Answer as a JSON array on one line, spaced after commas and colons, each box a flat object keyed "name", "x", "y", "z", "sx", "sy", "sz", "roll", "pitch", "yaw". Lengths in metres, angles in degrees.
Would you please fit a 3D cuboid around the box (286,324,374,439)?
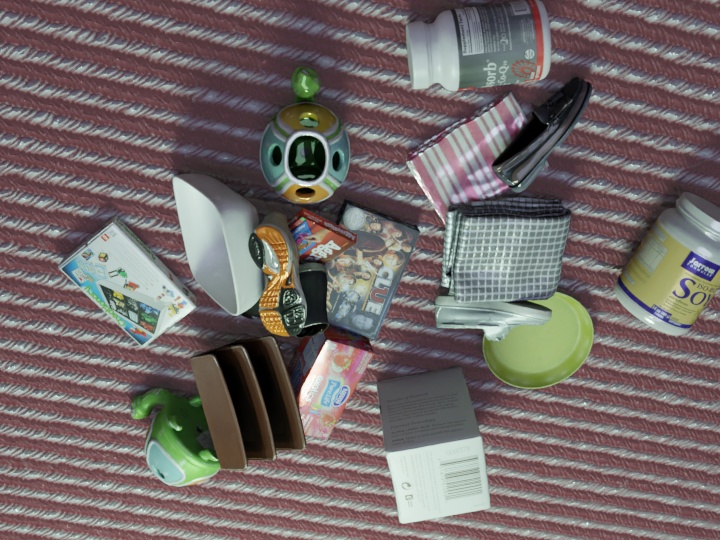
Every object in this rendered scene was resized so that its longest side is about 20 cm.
[{"name": "box", "x": -0.066, "y": 0.180, "z": 1.575, "sx": 0.095, "sy": 0.100, "sz": 0.201, "roll": 18, "pitch": 115, "yaw": -22}]

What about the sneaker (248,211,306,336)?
[{"name": "sneaker", "x": -0.115, "y": 0.004, "z": 1.376, "sx": 0.075, "sy": 0.092, "sz": 0.202, "roll": 1, "pitch": 122, "yaw": 10}]

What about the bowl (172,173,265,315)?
[{"name": "bowl", "x": -0.213, "y": -0.050, "z": 1.414, "sx": 0.074, "sy": 0.200, "sz": 0.202, "roll": -21, "pitch": 121, "yaw": -27}]

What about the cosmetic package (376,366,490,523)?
[{"name": "cosmetic package", "x": 0.126, "y": 0.304, "z": 1.601, "sx": 0.163, "sy": 0.201, "sz": 0.166, "roll": -10, "pitch": 118, "yaw": 1}]

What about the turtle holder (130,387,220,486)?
[{"name": "turtle holder", "x": -0.326, "y": 0.298, "z": 1.603, "sx": 0.185, "sy": 0.141, "sz": 0.132, "roll": 36, "pitch": 114, "yaw": -22}]

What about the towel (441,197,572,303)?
[{"name": "towel", "x": 0.236, "y": -0.031, "z": 1.486, "sx": 0.198, "sy": 0.086, "sz": 0.167, "roll": -3, "pitch": 123, "yaw": -10}]

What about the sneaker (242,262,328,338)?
[{"name": "sneaker", "x": -0.132, "y": 0.067, "z": 1.479, "sx": 0.074, "sy": 0.107, "sz": 0.199, "roll": 14, "pitch": 151, "yaw": -43}]

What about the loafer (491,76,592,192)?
[{"name": "loafer", "x": 0.278, "y": -0.217, "z": 1.400, "sx": 0.063, "sy": 0.072, "sz": 0.201, "roll": 31, "pitch": 99, "yaw": -20}]

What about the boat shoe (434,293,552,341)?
[{"name": "boat shoe", "x": 0.222, "y": 0.082, "z": 1.538, "sx": 0.199, "sy": 0.070, "sz": 0.072, "roll": 6, "pitch": 98, "yaw": 18}]

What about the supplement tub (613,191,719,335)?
[{"name": "supplement tub", "x": 0.527, "y": -0.011, "z": 1.495, "sx": 0.144, "sy": 0.146, "sz": 0.201, "roll": 21, "pitch": 115, "yaw": -14}]

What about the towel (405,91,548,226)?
[{"name": "towel", "x": 0.188, "y": -0.174, "z": 1.453, "sx": 0.199, "sy": 0.030, "sz": 0.147, "roll": -30, "pitch": 116, "yaw": 11}]

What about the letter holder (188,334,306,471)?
[{"name": "letter holder", "x": -0.184, "y": 0.221, "z": 1.518, "sx": 0.141, "sy": 0.100, "sz": 0.202, "roll": -12, "pitch": 95, "yaw": 48}]

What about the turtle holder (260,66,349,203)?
[{"name": "turtle holder", "x": -0.074, "y": -0.191, "z": 1.355, "sx": 0.140, "sy": 0.132, "sz": 0.187, "roll": 28, "pitch": 98, "yaw": -9}]

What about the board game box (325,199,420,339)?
[{"name": "board game box", "x": 0.000, "y": 0.000, "z": 1.505, "sx": 0.134, "sy": 0.035, "sz": 0.202, "roll": 19, "pitch": 103, "yaw": -14}]

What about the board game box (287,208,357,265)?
[{"name": "board game box", "x": -0.103, "y": -0.029, "z": 1.451, "sx": 0.102, "sy": 0.020, "sz": 0.200, "roll": 23, "pitch": 144, "yaw": -28}]

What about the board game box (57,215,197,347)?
[{"name": "board game box", "x": -0.385, "y": 0.022, "z": 1.513, "sx": 0.126, "sy": 0.035, "sz": 0.200, "roll": -35, "pitch": 114, "yaw": 13}]

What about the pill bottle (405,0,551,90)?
[{"name": "pill bottle", "x": 0.169, "y": -0.325, "z": 1.325, "sx": 0.198, "sy": 0.116, "sz": 0.117, "roll": -7, "pitch": 118, "yaw": 1}]

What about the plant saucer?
[{"name": "plant saucer", "x": 0.312, "y": 0.118, "z": 1.613, "sx": 0.197, "sy": 0.031, "sz": 0.202, "roll": -2, "pitch": 116, "yaw": -3}]
